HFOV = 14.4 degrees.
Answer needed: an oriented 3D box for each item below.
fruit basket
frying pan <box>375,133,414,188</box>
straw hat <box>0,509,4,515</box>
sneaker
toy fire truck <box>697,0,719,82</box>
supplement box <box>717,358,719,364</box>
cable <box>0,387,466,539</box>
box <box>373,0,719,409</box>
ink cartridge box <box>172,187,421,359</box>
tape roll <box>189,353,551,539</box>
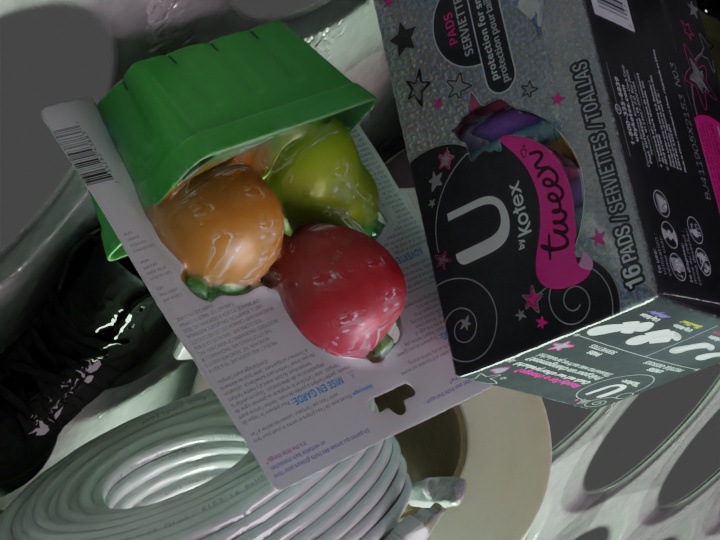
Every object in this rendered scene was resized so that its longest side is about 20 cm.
[{"bbox_3d":[-0.037,-0.008,1.296,0.094,0.201,0.185,-35,172,41],"label":"fruit basket"},{"bbox_3d":[0.000,-0.039,1.550,0.190,0.031,0.115,1,132,-51],"label":"frying pan"},{"bbox_3d":[-0.193,0.169,1.469,0.200,0.085,0.201,-28,166,-8],"label":"straw hat"},{"bbox_3d":[-0.133,0.024,1.370,0.200,0.060,0.104,-39,160,-36],"label":"sneaker"},{"bbox_3d":[0.207,-0.157,1.563,0.200,0.176,0.129,-45,177,-46],"label":"toy fire truck"},{"bbox_3d":[0.265,-0.005,1.404,0.199,0.198,0.133,-32,141,7],"label":"supplement box"},{"bbox_3d":[-0.076,0.114,1.326,0.199,0.070,0.200,-30,-162,-27],"label":"cable"},{"bbox_3d":[0.098,-0.051,1.331,0.114,0.201,0.132,-25,157,30],"label":"box"},{"bbox_3d":[0.000,0.000,1.502,0.199,0.037,0.095,-2,139,-23],"label":"ink cartridge box"},{"bbox_3d":[-0.007,0.120,1.575,0.202,0.203,0.139,-34,161,-31],"label":"tape roll"}]
